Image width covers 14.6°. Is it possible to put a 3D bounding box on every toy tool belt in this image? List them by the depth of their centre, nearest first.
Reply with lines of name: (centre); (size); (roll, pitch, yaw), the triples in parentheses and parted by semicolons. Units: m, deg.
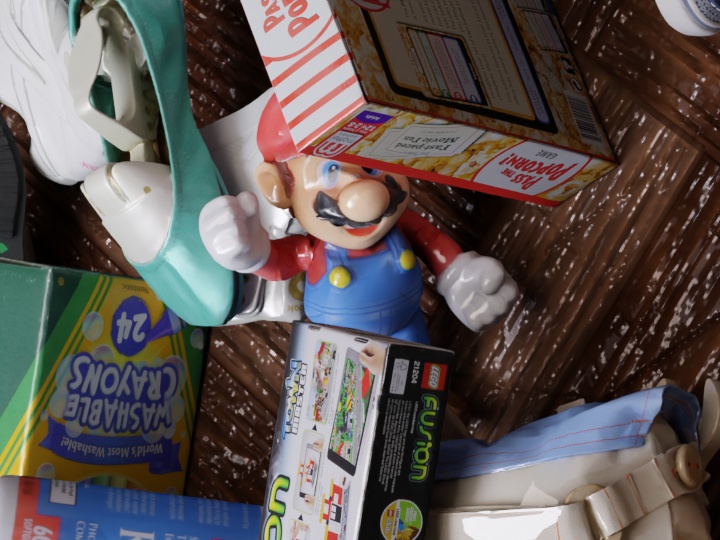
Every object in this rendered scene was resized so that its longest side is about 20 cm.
toy tool belt: (0.111, 0.092, 1.263); (0.200, 0.125, 0.123); (-16, 69, 22)

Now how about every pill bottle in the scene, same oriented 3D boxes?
pill bottle: (-0.086, 0.165, 1.364); (0.112, 0.200, 0.112); (-173, 90, -82)

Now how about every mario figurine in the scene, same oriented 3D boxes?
mario figurine: (0.000, 0.000, 1.332); (0.106, 0.123, 0.200); (6, 117, 36)

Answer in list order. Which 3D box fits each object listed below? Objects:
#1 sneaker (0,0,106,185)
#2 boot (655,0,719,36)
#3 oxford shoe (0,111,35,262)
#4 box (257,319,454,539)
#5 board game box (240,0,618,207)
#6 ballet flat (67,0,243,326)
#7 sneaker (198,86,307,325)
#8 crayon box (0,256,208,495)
sneaker: (-0.181, -0.138, 1.562); (0.099, 0.078, 0.200); (-33, 64, 35)
boot: (0.188, -0.206, 1.275); (0.090, 0.073, 0.200); (4, 86, 45)
oxford shoe: (-0.214, -0.010, 1.558); (0.073, 0.084, 0.200); (-12, 87, -6)
box: (-0.011, 0.127, 1.264); (0.110, 0.035, 0.200); (-167, 86, -66)
board game box: (0.025, -0.116, 1.313); (0.046, 0.200, 0.152); (-34, 64, 30)
ballet flat: (-0.114, -0.062, 1.427); (0.067, 0.070, 0.200); (-34, 61, 44)
sneaker: (-0.025, -0.033, 1.430); (0.200, 0.074, 0.116); (-26, 70, 44)
crayon box: (-0.149, 0.100, 1.471); (0.052, 0.126, 0.200); (9, 90, 39)
